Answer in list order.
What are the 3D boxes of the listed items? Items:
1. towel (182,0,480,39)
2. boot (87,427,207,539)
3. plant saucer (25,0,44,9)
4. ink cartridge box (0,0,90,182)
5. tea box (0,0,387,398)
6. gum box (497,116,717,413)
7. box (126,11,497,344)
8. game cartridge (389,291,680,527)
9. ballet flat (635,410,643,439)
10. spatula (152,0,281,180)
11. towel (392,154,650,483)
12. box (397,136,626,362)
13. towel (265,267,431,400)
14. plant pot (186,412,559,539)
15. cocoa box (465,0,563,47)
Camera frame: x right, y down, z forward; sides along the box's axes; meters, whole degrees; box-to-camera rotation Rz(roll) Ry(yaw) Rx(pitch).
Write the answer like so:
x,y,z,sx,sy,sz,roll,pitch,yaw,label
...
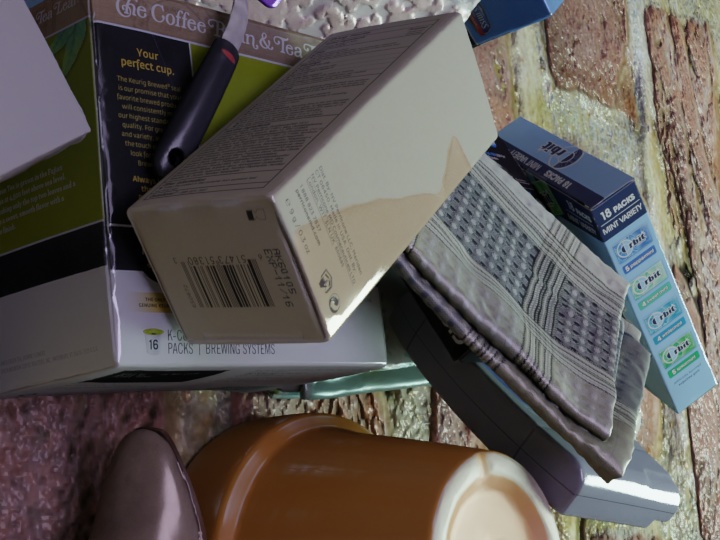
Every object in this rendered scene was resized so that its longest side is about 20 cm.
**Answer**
x,y,z,sx,sy,sz,roll,pitch,yaw,label
-0.014,-0.191,0.844,0.199,0.191,0.032,28,22,-36,towel
-0.143,0.191,0.652,0.146,0.069,0.203,-7,94,-63,boot
-0.148,-0.185,0.683,0.069,0.200,0.019,4,52,-47,plant saucer
-0.242,-0.043,0.565,0.200,0.144,0.084,-38,106,-47,ink cartridge box
-0.104,-0.034,0.725,0.199,0.133,0.200,6,76,-48,tea box
0.185,-0.007,1.006,0.044,0.170,0.201,-34,120,-6,gum box
-0.016,-0.051,0.652,0.200,0.094,0.078,-48,125,-44,box
0.106,0.085,0.837,0.132,0.042,0.200,23,18,-45,game cartridge
0.191,0.111,1.068,0.073,0.073,0.202,-45,113,-45,ballet flat
-0.068,-0.127,0.675,0.057,0.020,0.202,45,49,-36,spatula
0.100,0.008,0.762,0.200,0.035,0.193,45,25,-6,towel
0.075,-0.032,0.874,0.199,0.050,0.200,3,49,-57,box
0.000,0.000,0.899,0.199,0.048,0.174,0,80,-49,towel
0.011,0.179,0.758,0.199,0.182,0.203,16,68,-45,plant pot
0.079,-0.291,1.004,0.201,0.130,0.134,58,44,-19,cocoa box
